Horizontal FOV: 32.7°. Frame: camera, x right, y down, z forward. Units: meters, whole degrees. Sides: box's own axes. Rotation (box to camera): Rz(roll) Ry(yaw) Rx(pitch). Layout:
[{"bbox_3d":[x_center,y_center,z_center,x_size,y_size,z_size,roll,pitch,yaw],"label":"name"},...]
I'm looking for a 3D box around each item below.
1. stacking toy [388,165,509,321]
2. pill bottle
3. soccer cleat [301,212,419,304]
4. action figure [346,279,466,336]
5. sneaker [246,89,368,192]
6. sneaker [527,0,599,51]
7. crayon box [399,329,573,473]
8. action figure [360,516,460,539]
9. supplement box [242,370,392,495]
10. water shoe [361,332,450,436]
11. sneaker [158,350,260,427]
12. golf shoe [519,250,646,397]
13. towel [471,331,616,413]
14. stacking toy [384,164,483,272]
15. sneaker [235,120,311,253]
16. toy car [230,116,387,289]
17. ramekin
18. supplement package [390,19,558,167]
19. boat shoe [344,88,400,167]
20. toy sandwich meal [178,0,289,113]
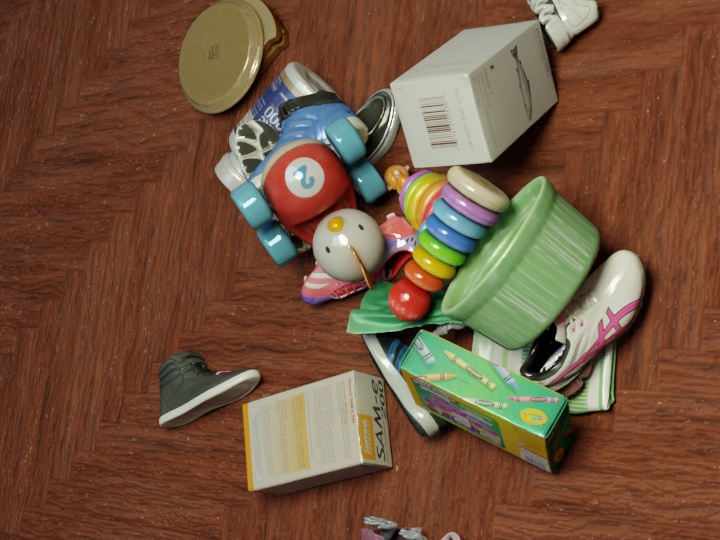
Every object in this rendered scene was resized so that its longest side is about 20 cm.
[{"bbox_3d":[0.098,-0.023,1.502,0.085,0.085,0.201,41,107,37],"label":"stacking toy"},{"bbox_3d":[-0.123,-0.199,1.810,0.200,0.111,0.111,-48,54,17],"label":"pill bottle"},{"bbox_3d":[0.000,0.000,1.694,0.200,0.067,0.077,-36,63,21],"label":"soccer cleat"},{"bbox_3d":[0.094,0.052,1.575,0.199,0.055,0.118,-2,37,27],"label":"action figure"},{"bbox_3d":[-0.097,-0.171,1.691,0.199,0.077,0.111,-36,58,-2],"label":"sneaker"},{"bbox_3d":[0.249,-0.383,1.616,0.081,0.075,0.201,-29,63,12],"label":"sneaker"},{"bbox_3d":[0.151,0.156,1.462,0.199,0.119,0.058,25,70,24],"label":"crayon box"},{"bbox_3d":[0.041,0.416,1.542,0.148,0.134,0.202,3,92,-5],"label":"action figure"},{"bbox_3d":[-0.061,0.224,1.666,0.199,0.073,0.127,-19,66,32],"label":"supplement box"},{"bbox_3d":[0.069,0.130,1.614,0.079,0.072,0.200,-29,56,-5],"label":"water shoe"},{"bbox_3d":[-0.234,0.156,1.817,0.199,0.071,0.100,-27,67,33],"label":"sneaker"},{"bbox_3d":[0.261,0.061,1.428,0.073,0.092,0.201,37,98,35],"label":"golf shoe"},{"bbox_3d":[0.223,0.101,1.519,0.199,0.023,0.154,-3,76,36],"label":"towel"},{"bbox_3d":[0.091,-0.093,1.636,0.116,0.110,0.200,-49,41,-3],"label":"stacking toy"},{"bbox_3d":[-0.133,-0.113,1.746,0.083,0.080,0.201,-9,104,58],"label":"sneaker"},{"bbox_3d":[-0.033,-0.059,1.597,0.184,0.177,0.200,-35,53,-3],"label":"toy car"},{"bbox_3d":[0.192,-0.002,1.445,0.097,0.200,0.200,36,103,-5],"label":"ramekin"},{"bbox_3d":[0.147,-0.223,1.542,0.117,0.200,0.118,-1,118,37],"label":"supplement package"},{"bbox_3d":[-0.015,-0.176,1.747,0.072,0.071,0.201,42,103,37],"label":"boat shoe"},{"bbox_3d":[-0.205,-0.342,1.947,0.204,0.070,0.207,-9,76,38],"label":"toy sandwich meal"}]
